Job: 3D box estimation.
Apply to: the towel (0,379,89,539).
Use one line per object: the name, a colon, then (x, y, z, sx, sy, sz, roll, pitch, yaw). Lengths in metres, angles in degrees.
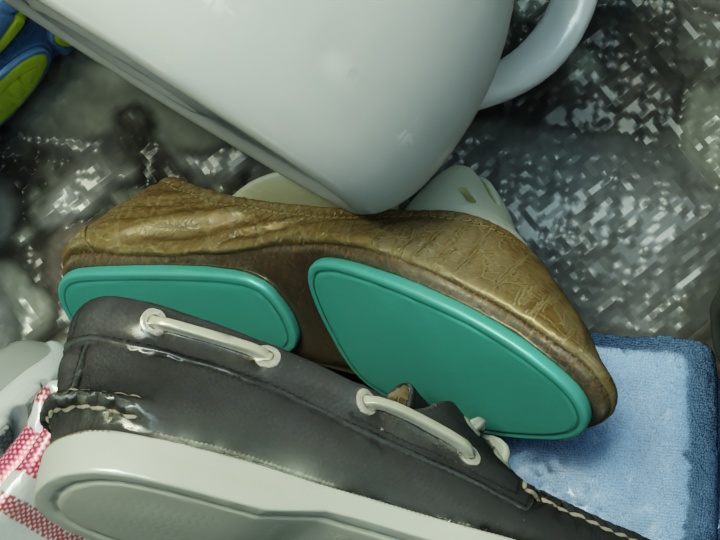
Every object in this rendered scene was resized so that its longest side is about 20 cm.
towel: (-0.106, 0.135, 0.857, 0.030, 0.146, 0.200, 34, 84, 41)

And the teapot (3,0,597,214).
teapot: (-0.027, -0.116, 0.817, 0.197, 0.200, 0.146, 32, 88, 4)

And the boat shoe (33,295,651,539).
boat shoe: (0.006, 0.059, 0.816, 0.200, 0.074, 0.060, 16, 63, -19)

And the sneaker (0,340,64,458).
sneaker: (-0.172, 0.081, 0.900, 0.200, 0.075, 0.082, -39, 62, -10)

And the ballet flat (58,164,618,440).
ballet flat: (0.000, 0.000, 0.874, 0.200, 0.068, 0.072, 6, 46, 38)

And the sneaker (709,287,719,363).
sneaker: (0.160, -0.003, 0.852, 0.080, 0.115, 0.200, 10, 81, 27)

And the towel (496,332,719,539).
towel: (0.052, 0.118, 0.886, 0.111, 0.049, 0.200, 5, 82, 6)

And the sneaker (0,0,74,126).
sneaker: (-0.155, -0.067, 0.932, 0.200, 0.071, 0.083, -47, 61, -2)
